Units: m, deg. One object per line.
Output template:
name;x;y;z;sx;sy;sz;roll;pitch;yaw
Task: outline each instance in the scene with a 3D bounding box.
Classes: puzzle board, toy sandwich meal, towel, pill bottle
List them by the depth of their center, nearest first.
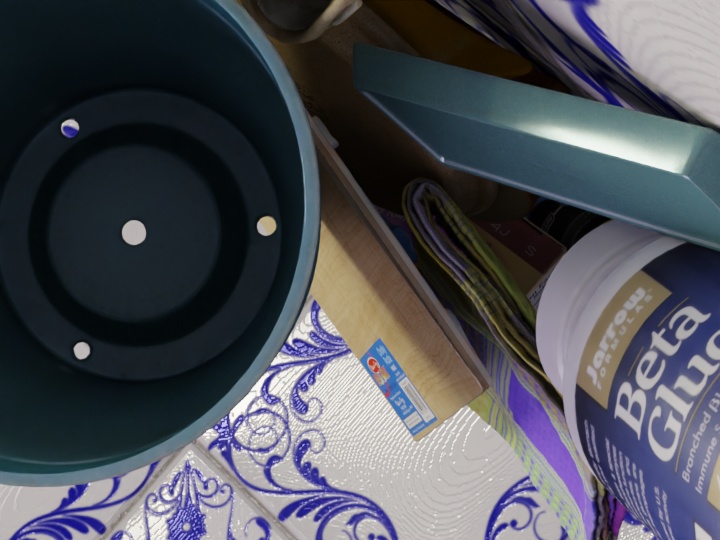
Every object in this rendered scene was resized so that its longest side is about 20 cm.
pill bottle;0.136;0.049;0.807;0.111;0.111;0.200;40;-178;-28
toy sandwich meal;0.001;-0.095;0.999;0.205;0.070;0.205;36;166;11
towel;0.065;0.049;1.013;0.144;0.023;0.200;52;170;19
puzzle board;0.000;0.000;1.040;0.151;0.017;0.200;54;169;5

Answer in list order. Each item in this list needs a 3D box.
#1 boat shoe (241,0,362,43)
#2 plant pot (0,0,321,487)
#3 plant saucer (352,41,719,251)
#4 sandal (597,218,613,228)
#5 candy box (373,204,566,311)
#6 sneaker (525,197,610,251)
boat shoe;-0.023;-0.112;0.781;0.073;0.063;0.201;29;-177;0
plant pot;-0.103;-0.019;0.927;0.200;0.200;0.188;41;-178;7
plant saucer;0.071;-0.042;0.832;0.070;0.019;0.200;40;170;-36
sandal;0.138;0.056;0.994;0.200;0.079;0.087;52;-145;-53
candy box;0.041;0.001;1.181;0.117;0.056;0.200;38;169;14
sneaker;0.153;0.023;1.163;0.200;0.071;0.083;43;-174;-33
